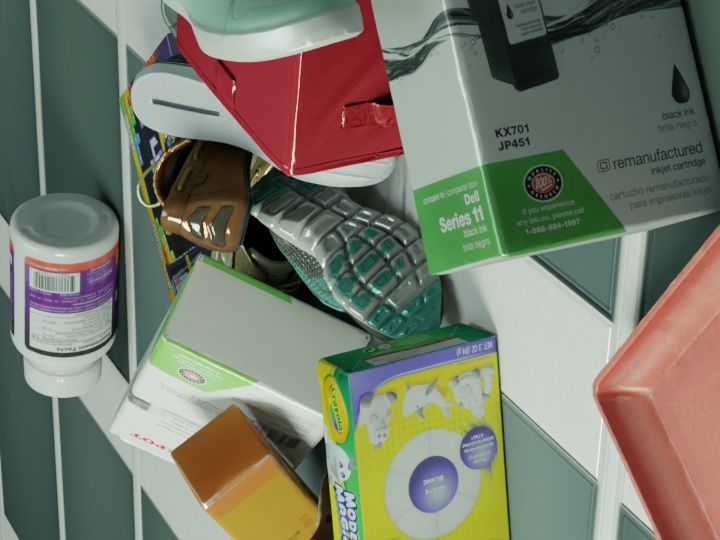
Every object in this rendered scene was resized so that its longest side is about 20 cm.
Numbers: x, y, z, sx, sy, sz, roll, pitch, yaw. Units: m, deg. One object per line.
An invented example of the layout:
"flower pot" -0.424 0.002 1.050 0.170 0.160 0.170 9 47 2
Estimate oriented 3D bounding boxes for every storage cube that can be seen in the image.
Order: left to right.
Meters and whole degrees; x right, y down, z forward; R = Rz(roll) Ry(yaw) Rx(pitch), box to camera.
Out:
"storage cube" 0.000 -0.187 1.145 0.200 0.171 0.180 51 144 45

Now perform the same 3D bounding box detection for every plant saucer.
"plant saucer" 0.206 0.098 0.983 0.200 0.037 0.200 118 136 -55

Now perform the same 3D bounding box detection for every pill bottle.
"pill bottle" -0.307 0.030 1.992 0.111 0.111 0.200 52 145 45

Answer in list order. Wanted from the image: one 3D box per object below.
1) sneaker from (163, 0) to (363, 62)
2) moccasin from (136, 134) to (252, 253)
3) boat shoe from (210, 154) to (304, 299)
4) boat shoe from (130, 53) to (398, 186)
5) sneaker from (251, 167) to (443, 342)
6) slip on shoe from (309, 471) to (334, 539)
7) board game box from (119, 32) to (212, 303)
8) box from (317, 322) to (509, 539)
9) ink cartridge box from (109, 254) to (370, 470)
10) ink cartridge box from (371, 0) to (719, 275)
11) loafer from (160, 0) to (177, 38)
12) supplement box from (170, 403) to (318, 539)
"sneaker" -0.065 -0.181 0.994 0.200 0.074 0.118 37 139 56
"moccasin" -0.121 -0.069 1.406 0.201 0.078 0.074 -95 18 -62
"boat shoe" -0.074 -0.016 1.505 0.066 0.074 0.200 -131 37 -56
"boat shoe" -0.061 -0.119 1.361 0.200 0.071 0.072 18 128 11
"sneaker" 0.000 0.000 1.373 0.200 0.078 0.091 46 166 42
"slip on shoe" -0.006 0.208 1.384 0.200 0.076 0.061 -82 -24 -66
"board game box" -0.139 -0.085 1.639 0.165 0.057 0.200 143 114 -65
"box" 0.038 0.146 1.274 0.048 0.117 0.200 22 121 57
"ink cartridge box" -0.098 0.089 1.498 0.084 0.145 0.200 -68 8 -30
"ink cartridge box" 0.093 -0.111 1.005 0.083 0.146 0.200 -17 86 64
"loafer" -0.067 -0.158 1.447 0.200 0.063 0.072 48 130 20
"supplement box" -0.065 0.187 1.467 0.069 0.067 0.200 49 175 44
